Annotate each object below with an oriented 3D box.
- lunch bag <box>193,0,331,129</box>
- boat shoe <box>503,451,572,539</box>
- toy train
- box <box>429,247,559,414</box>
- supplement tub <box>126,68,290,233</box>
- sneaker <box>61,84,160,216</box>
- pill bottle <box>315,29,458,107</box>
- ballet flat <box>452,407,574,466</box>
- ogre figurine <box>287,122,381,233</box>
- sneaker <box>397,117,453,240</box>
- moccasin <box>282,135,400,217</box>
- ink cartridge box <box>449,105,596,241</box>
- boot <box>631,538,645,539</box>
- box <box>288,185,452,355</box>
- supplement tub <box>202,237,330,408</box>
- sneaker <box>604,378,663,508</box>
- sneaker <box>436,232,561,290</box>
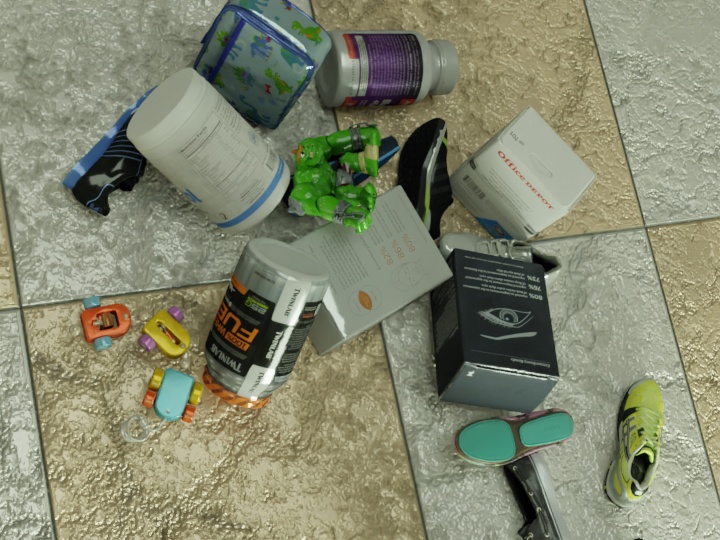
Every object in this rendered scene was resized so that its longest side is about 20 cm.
[{"bbox_3d":[-0.144,-0.298,1.663,0.160,0.200,0.083,36,58,-8],"label":"lunch bag"},{"bbox_3d":[0.251,0.359,1.687,0.066,0.070,0.202,-12,78,-15],"label":"boat shoe"},{"bbox_3d":[-0.290,0.124,1.562,0.149,0.056,0.202,-17,78,-23],"label":"toy train"},{"bbox_3d":[0.186,0.086,1.691,0.146,0.105,0.202,11,52,-15],"label":"box"},{"bbox_3d":[-0.201,-0.157,1.603,0.200,0.131,0.133,45,62,-28],"label":"supplement tub"},{"bbox_3d":[-0.318,-0.164,1.633,0.078,0.070,0.201,42,70,-10],"label":"sneaker"},{"bbox_3d":[0.041,-0.303,1.782,0.198,0.111,0.113,-5,76,-21],"label":"pill bottle"},{"bbox_3d":[0.211,0.238,1.704,0.198,0.071,0.070,-9,84,-23],"label":"ballet flat"},{"bbox_3d":[-0.036,-0.128,1.638,0.118,0.098,0.202,-1,65,7],"label":"ogre figurine"},{"bbox_3d":[0.102,-0.129,1.791,0.082,0.071,0.202,30,65,-36],"label":"sneaker"},{"bbox_3d":[-0.030,-0.154,1.729,0.199,0.081,0.069,-31,82,-27],"label":"moccasin"},{"bbox_3d":[0.232,-0.131,1.753,0.147,0.200,0.086,46,64,-2],"label":"ink cartridge box"},{"bbox_3d":[0.360,0.495,1.678,0.166,0.076,0.202,-8,83,-26],"label":"boot"},{"bbox_3d":[0.000,0.000,1.677,0.199,0.106,0.153,-28,86,-26],"label":"box"},{"bbox_3d":[-0.128,0.070,1.557,0.121,0.123,0.202,19,107,-14],"label":"supplement tub"},{"bbox_3d":[0.424,0.255,1.777,0.075,0.076,0.202,20,67,-12],"label":"sneaker"},{"bbox_3d":[0.209,-0.023,1.773,0.198,0.087,0.075,12,64,-16],"label":"sneaker"}]
